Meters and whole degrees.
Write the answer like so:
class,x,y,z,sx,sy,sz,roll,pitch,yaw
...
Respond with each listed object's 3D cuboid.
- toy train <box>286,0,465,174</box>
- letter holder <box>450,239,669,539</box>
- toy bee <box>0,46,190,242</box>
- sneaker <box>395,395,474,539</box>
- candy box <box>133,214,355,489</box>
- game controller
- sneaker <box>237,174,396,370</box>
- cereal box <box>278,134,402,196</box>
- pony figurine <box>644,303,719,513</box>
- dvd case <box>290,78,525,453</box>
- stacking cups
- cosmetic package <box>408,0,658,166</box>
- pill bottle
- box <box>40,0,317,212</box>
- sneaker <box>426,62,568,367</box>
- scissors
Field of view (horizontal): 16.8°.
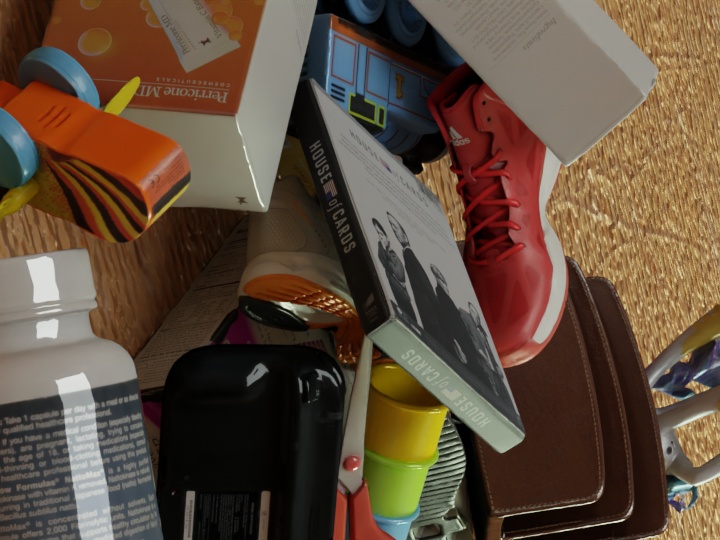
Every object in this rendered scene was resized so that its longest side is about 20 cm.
class,x,y,z,sx,sy,sz,roll,pitch,yaw
toy train,0.003,-0.130,1.551,0.200,0.086,0.115,19,73,-54
letter holder,0.134,0.082,1.651,0.101,0.141,0.201,90,-9,-64
toy bee,-0.170,-0.068,1.269,0.131,0.200,0.109,-27,147,-21
sneaker,0.034,0.124,1.601,0.200,0.074,0.089,80,3,-52
candy box,-0.062,0.070,1.482,0.200,0.061,0.137,-55,128,-48
game controller,-0.065,0.138,1.387,0.042,0.104,0.201,-96,-170,-72
sneaker,0.000,0.000,1.478,0.200,0.075,0.092,31,51,-53
cereal box,-0.006,-0.128,1.642,0.144,0.039,0.200,53,42,-34
pony figurine,0.194,0.108,1.763,0.167,0.199,0.193,57,6,-27
dvd case,0.026,-0.004,1.421,0.150,0.025,0.200,42,21,-44
stacking cups,0.011,0.159,1.505,0.060,0.060,0.201,-27,134,-57
cosmetic package,0.090,-0.164,1.504,0.200,0.074,0.102,48,18,-1
pill bottle,-0.168,0.094,1.247,0.119,0.119,0.201,-10,92,-59
box,-0.100,-0.145,1.390,0.098,0.124,0.201,76,22,-57
sneaker,0.073,-0.045,1.532,0.115,0.078,0.201,41,40,-44
scissors,-0.012,0.125,1.437,0.014,0.073,0.201,-122,-159,-56
